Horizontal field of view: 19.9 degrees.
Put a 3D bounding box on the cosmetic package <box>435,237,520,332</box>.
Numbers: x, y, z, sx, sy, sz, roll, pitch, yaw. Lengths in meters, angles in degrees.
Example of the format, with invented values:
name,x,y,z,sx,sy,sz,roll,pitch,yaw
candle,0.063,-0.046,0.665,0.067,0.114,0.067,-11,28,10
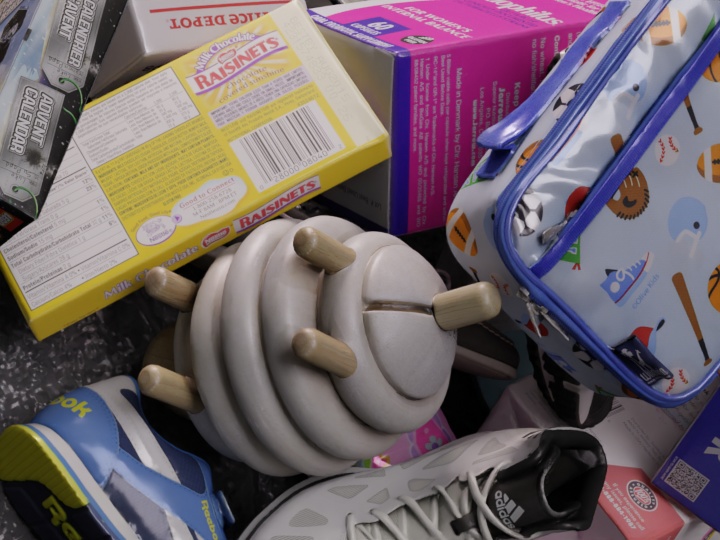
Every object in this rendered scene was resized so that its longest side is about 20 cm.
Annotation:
name,x,y,z,sx,sy,sz,roll,pitch,yaw
cosmetic package,0.147,-0.010,1.159,0.198,0.083,0.051,-7,65,-11

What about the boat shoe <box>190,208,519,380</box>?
name,x,y,z,sx,sy,sz,roll,pitch,yaw
boat shoe,0.000,0.000,1.098,0.198,0.067,0.057,22,81,-5

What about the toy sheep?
name,x,y,z,sx,sy,sz,roll,pitch,yaw
toy sheep,-0.022,0.035,0.995,0.137,0.199,0.139,20,66,-54

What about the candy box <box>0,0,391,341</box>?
name,x,y,z,sx,sy,sz,roll,pitch,yaw
candy box,-0.094,-0.052,1.024,0.199,0.026,0.103,-28,58,-9

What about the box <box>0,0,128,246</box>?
name,x,y,z,sx,sy,sz,roll,pitch,yaw
box,-0.181,-0.055,0.933,0.040,0.200,0.138,31,58,-23

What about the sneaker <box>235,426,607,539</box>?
name,x,y,z,sx,sy,sz,roll,pitch,yaw
sneaker,0.034,0.115,0.984,0.199,0.115,0.076,-21,85,-31

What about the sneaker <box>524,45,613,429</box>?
name,x,y,z,sx,sy,sz,roll,pitch,yaw
sneaker,0.135,-0.014,1.067,0.079,0.074,0.202,-1,105,-23

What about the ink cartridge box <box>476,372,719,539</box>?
name,x,y,z,sx,sy,sz,roll,pitch,yaw
ink cartridge box,0.172,0.097,1.161,0.199,0.068,0.117,-19,59,-38

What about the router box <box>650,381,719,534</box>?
name,x,y,z,sx,sy,sz,roll,pitch,yaw
router box,0.247,0.017,1.077,0.049,0.201,0.179,35,41,10

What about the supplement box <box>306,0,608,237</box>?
name,x,y,z,sx,sy,sz,roll,pitch,yaw
supplement box,0.071,-0.094,1.115,0.199,0.101,0.104,-12,114,-32

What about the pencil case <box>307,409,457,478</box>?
name,x,y,z,sx,sy,sz,roll,pitch,yaw
pencil case,0.031,0.141,1.093,0.087,0.087,0.201,-27,89,-39

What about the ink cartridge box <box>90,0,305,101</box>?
name,x,y,z,sx,sy,sz,roll,pitch,yaw
ink cartridge box,-0.100,-0.163,1.110,0.115,0.067,0.202,-10,79,-39

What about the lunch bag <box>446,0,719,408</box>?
name,x,y,z,sx,sy,sz,roll,pitch,yaw
lunch bag,0.140,-0.042,0.992,0.160,0.075,0.200,44,75,-23

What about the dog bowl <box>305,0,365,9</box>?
name,x,y,z,sx,sy,sz,roll,pitch,yaw
dog bowl,0.024,-0.192,1.219,0.199,0.074,0.202,14,65,-33

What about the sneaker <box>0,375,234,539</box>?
name,x,y,z,sx,sy,sz,roll,pitch,yaw
sneaker,-0.089,0.138,1.010,0.201,0.074,0.082,55,49,-8

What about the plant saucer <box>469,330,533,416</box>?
name,x,y,z,sx,sy,sz,roll,pitch,yaw
plant saucer,0.135,0.049,1.238,0.199,0.027,0.202,13,66,-31
